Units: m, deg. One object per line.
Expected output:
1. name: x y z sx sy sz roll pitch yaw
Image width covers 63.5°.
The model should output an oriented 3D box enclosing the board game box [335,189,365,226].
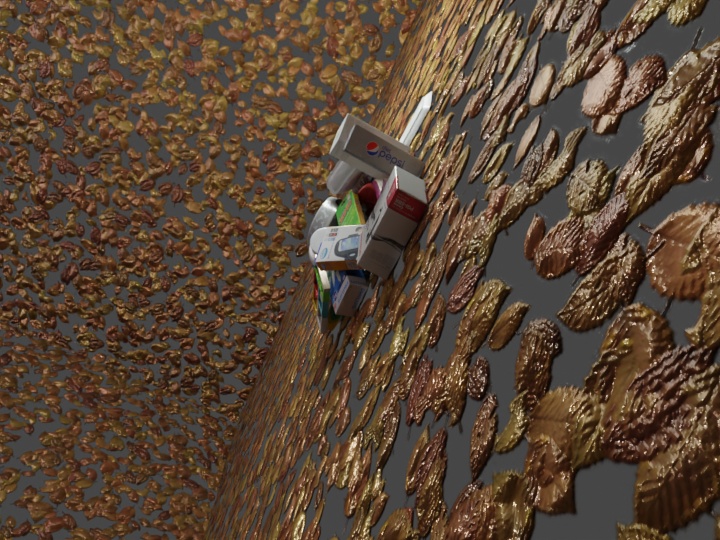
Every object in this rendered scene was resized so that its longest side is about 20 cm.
1. board game box: -0.024 -0.126 1.655 0.096 0.029 0.205 -49 44 37

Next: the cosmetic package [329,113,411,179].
1. cosmetic package: 0.025 -0.322 1.575 0.107 0.195 0.087 -32 35 66

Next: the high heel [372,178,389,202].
1. high heel: 0.066 -0.185 1.506 0.200 0.065 0.100 -139 52 -79

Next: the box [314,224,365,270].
1. box: -0.029 -0.059 1.483 0.042 0.193 0.122 63 -146 -45

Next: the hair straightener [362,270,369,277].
1. hair straightener: 0.000 0.000 1.541 0.077 0.040 0.206 -105 35 -76

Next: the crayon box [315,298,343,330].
1. crayon box: -0.065 0.087 1.696 0.201 0.050 0.129 128 163 -55

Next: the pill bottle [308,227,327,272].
1. pill bottle: -0.094 -0.039 1.717 0.201 0.109 0.115 75 -147 -64

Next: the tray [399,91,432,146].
1. tray: 0.159 -0.436 1.753 0.109 0.022 0.202 -79 15 -49

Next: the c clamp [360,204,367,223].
1. c clamp: 0.005 -0.108 1.652 0.172 0.026 0.204 -53 38 35

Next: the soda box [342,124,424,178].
1. soda box: 0.056 -0.280 1.427 0.070 0.195 0.063 -63 9 5

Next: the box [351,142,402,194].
1. box: 0.053 -0.293 1.763 0.135 0.040 0.200 -36 -5 -27

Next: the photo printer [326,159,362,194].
1. photo printer: -0.011 -0.314 1.767 0.164 0.070 0.200 -31 -8 -37

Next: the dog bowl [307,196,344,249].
1. dog bowl: -0.104 -0.139 1.843 0.204 0.057 0.201 -60 -10 -17

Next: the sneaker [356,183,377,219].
1. sneaker: 0.024 -0.216 1.766 0.202 0.076 0.118 108 -179 -54

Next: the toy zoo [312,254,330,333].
1. toy zoo: -0.110 0.077 1.611 0.133 0.020 0.204 -109 19 -44

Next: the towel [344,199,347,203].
1. towel: -0.043 -0.105 1.831 0.202 0.023 0.151 103 162 -58

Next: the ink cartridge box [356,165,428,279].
1. ink cartridge box: 0.068 -0.108 1.308 0.148 0.081 0.204 -87 23 -62

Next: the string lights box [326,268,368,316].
1. string lights box: -0.045 0.012 1.536 0.105 0.057 0.203 -63 30 31
